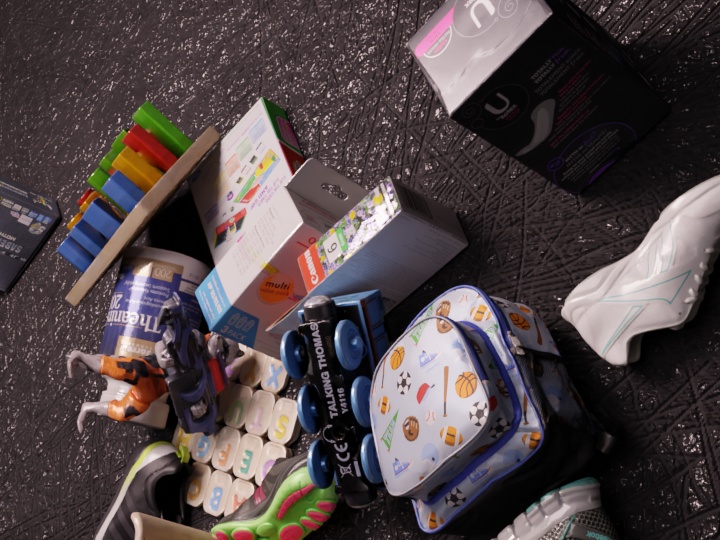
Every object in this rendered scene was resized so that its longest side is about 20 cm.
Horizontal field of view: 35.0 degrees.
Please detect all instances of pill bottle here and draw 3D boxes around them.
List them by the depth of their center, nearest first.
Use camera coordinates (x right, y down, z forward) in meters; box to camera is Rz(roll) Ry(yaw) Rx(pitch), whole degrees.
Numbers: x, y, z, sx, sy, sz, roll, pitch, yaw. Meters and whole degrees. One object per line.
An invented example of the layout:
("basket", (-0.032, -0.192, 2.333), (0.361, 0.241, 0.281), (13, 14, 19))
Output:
("pill bottle", (-0.251, 0.081, 1.362), (0.110, 0.110, 0.203), (-1, 73, 44))

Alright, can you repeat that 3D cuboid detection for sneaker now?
("sneaker", (0.261, 0.000, 0.938), (0.200, 0.070, 0.081), (-47, 62, 24))
("sneaker", (0.139, 0.260, 0.943), (0.200, 0.077, 0.092), (-48, 62, 30))
("sneaker", (-0.080, 0.243, 1.174), (0.199, 0.077, 0.084), (-37, 16, 36))
("sneaker", (-0.246, 0.290, 1.296), (0.082, 0.071, 0.203), (21, 94, 43))

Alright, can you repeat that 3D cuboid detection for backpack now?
("backpack", (0.095, 0.115, 0.993), (0.200, 0.153, 0.192), (-42, 39, 28))

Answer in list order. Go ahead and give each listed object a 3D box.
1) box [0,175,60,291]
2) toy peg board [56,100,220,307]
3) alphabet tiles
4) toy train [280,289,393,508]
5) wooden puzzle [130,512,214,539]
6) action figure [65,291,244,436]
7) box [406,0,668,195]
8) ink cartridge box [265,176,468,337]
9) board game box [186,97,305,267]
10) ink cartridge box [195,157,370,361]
("box", (-0.565, -0.069, 1.664), (0.158, 0.199, 0.051), (-48, 41, 18))
("toy peg board", (-0.293, -0.092, 1.387), (0.200, 0.098, 0.200), (-44, 9, 38))
("alphabet tiles", (-0.142, 0.178, 1.287), (0.199, 0.015, 0.198), (9, 81, 45))
("toy train", (-0.008, 0.117, 1.078), (0.086, 0.114, 0.203), (-11, 96, 26))
("wooden puzzle", (-0.173, 0.353, 1.136), (0.046, 0.185, 0.203), (-9, 68, 19))
("action figure", (-0.224, 0.091, 1.250), (0.105, 0.191, 0.202), (-121, 25, -49))
("box", (0.157, -0.170, 1.000), (0.122, 0.199, 0.107), (-43, 49, 22))
("ink cartridge box", (0.000, 0.000, 1.151), (0.200, 0.108, 0.051), (-40, 50, 26))
("board game box", (-0.126, -0.083, 1.356), (0.153, 0.040, 0.201), (-42, 49, 24))
("ink cartridge box", (-0.067, -0.008, 1.211), (0.200, 0.115, 0.068), (-48, 43, 18))
